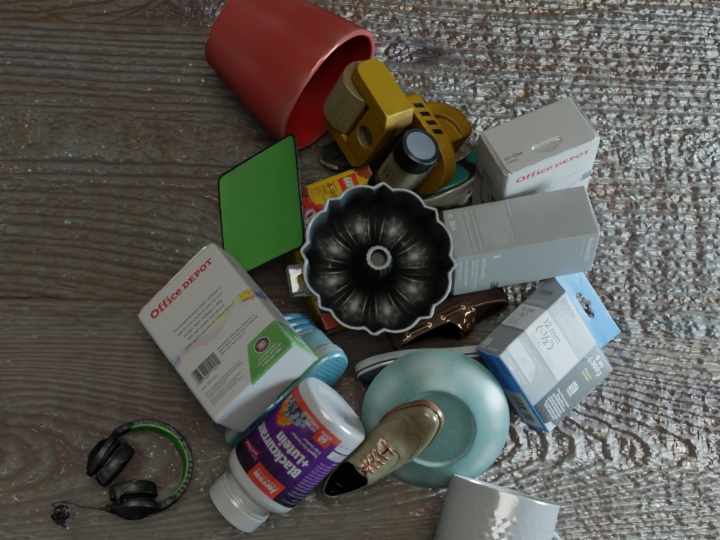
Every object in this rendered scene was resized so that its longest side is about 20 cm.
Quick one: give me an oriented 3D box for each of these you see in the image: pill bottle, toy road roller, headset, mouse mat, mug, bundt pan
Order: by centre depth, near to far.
[{"bbox_3d":[0.020,-0.007,1.619,0.201,0.076,0.202,1,75,-5],"label":"bundt pan"},{"bbox_3d":[-0.099,0.243,1.621,0.200,0.111,0.111,-45,83,9],"label":"pill bottle"},{"bbox_3d":[-0.311,0.271,1.623,0.200,0.094,0.124,-29,79,-24],"label":"headset"},{"bbox_3d":[0.186,0.377,1.632,0.200,0.148,0.176,20,83,-31],"label":"mug"},{"bbox_3d":[-0.137,-0.083,1.696,0.008,0.200,0.161,5,72,-36],"label":"mouse mat"},{"bbox_3d":[0.058,-0.196,1.713,0.146,0.123,0.200,-25,75,-35],"label":"toy road roller"}]

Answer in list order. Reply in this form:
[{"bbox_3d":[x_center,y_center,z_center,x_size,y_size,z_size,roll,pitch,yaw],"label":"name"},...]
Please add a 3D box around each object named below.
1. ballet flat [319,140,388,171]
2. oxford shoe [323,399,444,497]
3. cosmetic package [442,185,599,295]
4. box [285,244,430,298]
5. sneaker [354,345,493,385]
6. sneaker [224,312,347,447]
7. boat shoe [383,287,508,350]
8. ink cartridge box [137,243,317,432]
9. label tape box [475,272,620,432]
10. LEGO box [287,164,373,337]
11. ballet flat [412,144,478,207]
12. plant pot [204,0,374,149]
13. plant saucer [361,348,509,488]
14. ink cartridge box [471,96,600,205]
[{"bbox_3d":[0.041,-0.166,1.804,0.199,0.057,0.067,-5,61,0],"label":"ballet flat"},{"bbox_3d":[0.030,0.240,1.619,0.070,0.200,0.075,46,31,-2],"label":"oxford shoe"},{"bbox_3d":[0.212,-0.040,1.676,0.199,0.107,0.090,-9,61,0],"label":"cosmetic package"},{"bbox_3d":[0.000,0.000,1.675,0.199,0.039,0.042,-9,78,-8],"label":"box"},{"bbox_3d":[0.094,0.150,1.705,0.199,0.078,0.080,-4,70,-9],"label":"sneaker"},{"bbox_3d":[-0.123,0.140,1.696,0.200,0.080,0.131,-40,57,3],"label":"sneaker"},{"bbox_3d":[0.121,0.068,1.714,0.200,0.070,0.070,-12,55,-24],"label":"boat shoe"},{"bbox_3d":[-0.176,0.087,1.642,0.145,0.084,0.200,-44,61,4],"label":"ink cartridge box"},{"bbox_3d":[0.274,0.100,1.712,0.200,0.066,0.143,-41,112,-15],"label":"label tape box"},{"bbox_3d":[-0.021,-0.025,1.741,0.149,0.077,0.200,-21,78,-11],"label":"LEGO box"},{"bbox_3d":[0.156,-0.133,1.797,0.200,0.069,0.070,-34,81,-13],"label":"ballet flat"},{"bbox_3d":[-0.109,-0.299,1.757,0.177,0.200,0.200,38,74,14],"label":"plant pot"},{"bbox_3d":[0.100,0.205,1.662,0.200,0.039,0.202,0,105,2],"label":"plant saucer"},{"bbox_3d":[0.239,-0.132,1.727,0.146,0.200,0.083,-23,63,-11],"label":"ink cartridge box"}]
